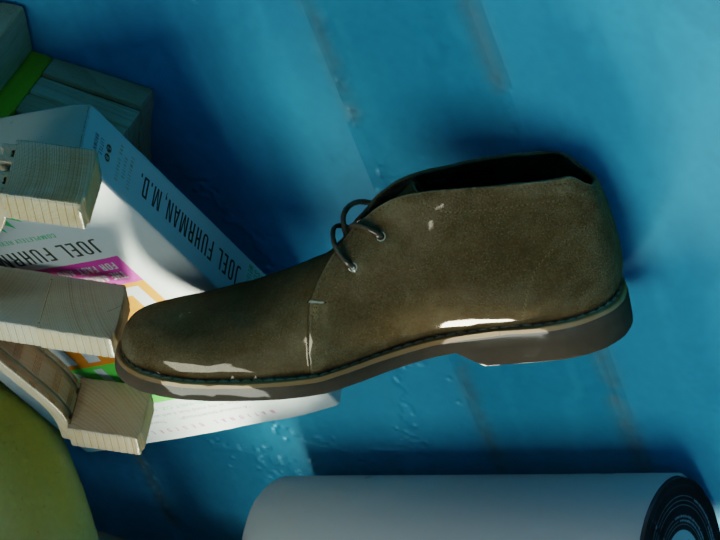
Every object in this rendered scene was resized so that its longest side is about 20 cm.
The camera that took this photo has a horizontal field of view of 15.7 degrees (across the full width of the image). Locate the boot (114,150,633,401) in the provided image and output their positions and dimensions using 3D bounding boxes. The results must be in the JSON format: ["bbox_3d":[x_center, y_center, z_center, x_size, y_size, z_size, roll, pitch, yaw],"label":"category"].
[{"bbox_3d":[0.000,0.000,0.996,0.199,0.074,0.076,-10,119,2],"label":"boot"}]

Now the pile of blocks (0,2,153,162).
[{"bbox_3d":[-0.176,-0.078,1.056,0.200,0.062,0.082,36,139,-5],"label":"pile of blocks"}]

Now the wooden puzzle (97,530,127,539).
[{"bbox_3d":[-0.078,0.195,1.297,0.184,0.037,0.200,16,142,16],"label":"wooden puzzle"}]

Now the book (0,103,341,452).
[{"bbox_3d":[-0.110,0.004,1.066,0.133,0.048,0.200,-8,146,30],"label":"book"}]

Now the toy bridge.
[{"bbox_3d":[-0.124,0.015,1.020,0.067,0.027,0.200,8,149,7],"label":"toy bridge"}]

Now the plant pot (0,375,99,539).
[{"bbox_3d":[-0.225,0.069,1.153,0.200,0.200,0.143,-10,89,38],"label":"plant pot"}]

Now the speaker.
[{"bbox_3d":[0.049,0.126,1.114,0.199,0.081,0.081,-3,129,32],"label":"speaker"}]
